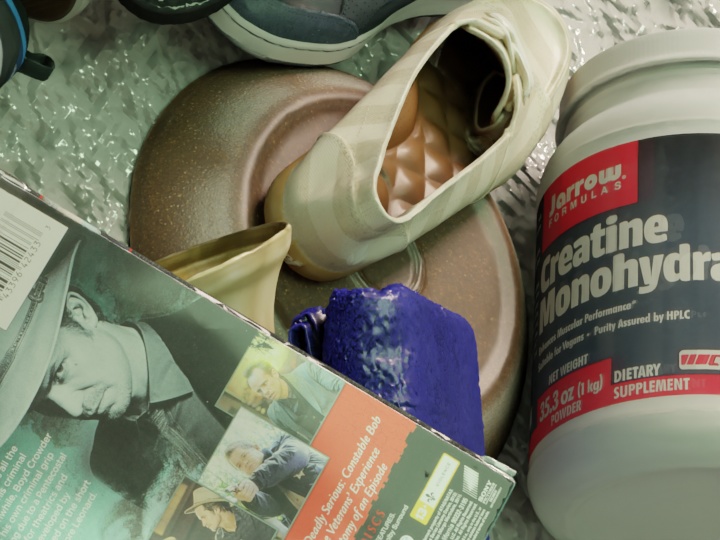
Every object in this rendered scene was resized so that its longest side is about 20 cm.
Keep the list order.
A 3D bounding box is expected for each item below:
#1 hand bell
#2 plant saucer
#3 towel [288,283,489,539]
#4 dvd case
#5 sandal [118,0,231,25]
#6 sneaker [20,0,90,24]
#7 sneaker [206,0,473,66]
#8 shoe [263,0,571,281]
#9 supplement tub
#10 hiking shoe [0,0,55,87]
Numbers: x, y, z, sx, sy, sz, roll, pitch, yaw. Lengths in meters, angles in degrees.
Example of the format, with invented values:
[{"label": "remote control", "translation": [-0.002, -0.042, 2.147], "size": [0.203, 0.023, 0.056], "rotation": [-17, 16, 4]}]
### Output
[{"label": "hand bell", "translation": [-0.038, 0.094, 0.951], "size": [0.104, 0.104, 0.200], "rotation": [-28, 99, -45]}, {"label": "plant saucer", "translation": [0.000, 0.000, 1.053], "size": [0.200, 0.037, 0.201], "rotation": [19, 58, -34]}, {"label": "towel", "translation": [0.013, 0.110, 0.942], "size": [0.148, 0.049, 0.200], "rotation": [31, 56, -74]}, {"label": "dvd case", "translation": [-0.068, 0.079, 0.846], "size": [0.200, 0.022, 0.146], "rotation": [31, 74, -5]}, {"label": "sandal", "translation": [-0.081, -0.169, 1.056], "size": [0.075, 0.048, 0.201], "rotation": [1, 53, -16]}, {"label": "sneaker", "translation": [-0.147, -0.190, 0.995], "size": [0.085, 0.073, 0.200], "rotation": [-37, 93, -43]}, {"label": "sneaker", "translation": [0.029, -0.161, 1.077], "size": [0.202, 0.146, 0.077], "rotation": [-22, 70, -46]}, {"label": "shoe", "translation": [0.038, -0.059, 1.053], "size": [0.070, 0.053, 0.200], "rotation": [53, 45, -7]}, {"label": "supplement tub", "translation": [0.141, 0.015, 1.093], "size": [0.140, 0.140, 0.200], "rotation": [23, 55, -31]}, {"label": "hiking shoe", "translation": [-0.199, -0.129, 0.937], "size": [0.200, 0.074, 0.087], "rotation": [49, 16, -1]}]
